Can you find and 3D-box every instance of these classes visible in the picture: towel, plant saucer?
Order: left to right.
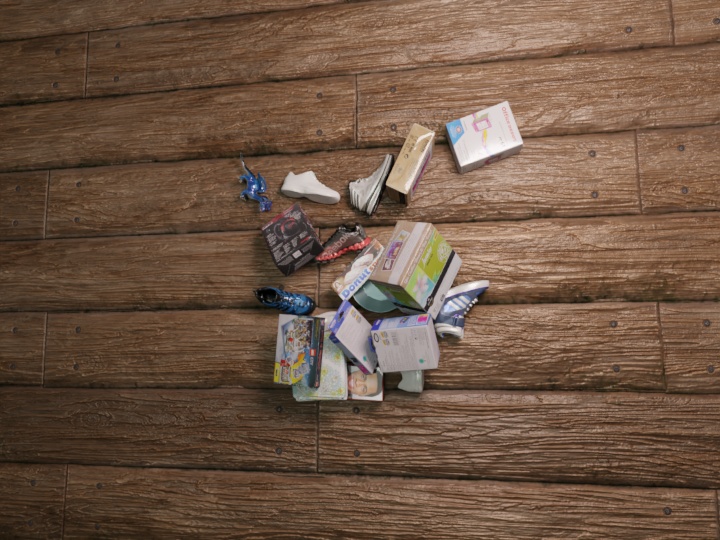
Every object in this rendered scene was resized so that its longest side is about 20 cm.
[{"bbox_3d":[-0.121,0.284,1.587,0.168,0.048,0.204,-4,84,16],"label":"towel"},{"bbox_3d":[0.063,0.028,1.653,0.197,0.039,0.205,-1,83,9],"label":"plant saucer"}]

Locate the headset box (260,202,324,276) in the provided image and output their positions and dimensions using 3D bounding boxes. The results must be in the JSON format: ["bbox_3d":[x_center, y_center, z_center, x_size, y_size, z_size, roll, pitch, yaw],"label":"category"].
[{"bbox_3d":[-0.216,-0.105,1.666,0.148,0.075,0.201,-34,49,4],"label":"headset box"}]

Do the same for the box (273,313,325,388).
[{"bbox_3d":[-0.178,0.233,1.565,0.134,0.038,0.204,3,85,18],"label":"box"}]

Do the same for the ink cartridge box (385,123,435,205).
[{"bbox_3d":[0.152,-0.313,1.613,0.074,0.165,0.202,25,88,9],"label":"ink cartridge box"}]

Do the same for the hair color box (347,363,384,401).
[{"bbox_3d":[-0.026,0.335,1.620,0.196,0.061,0.103,0,83,9],"label":"hair color box"}]

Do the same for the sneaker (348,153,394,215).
[{"bbox_3d":[0.026,-0.286,1.678,0.114,0.076,0.203,24,90,10],"label":"sneaker"}]

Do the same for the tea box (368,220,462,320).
[{"bbox_3d":[0.159,-0.002,1.523,0.133,0.196,0.202,9,66,47],"label":"tea box"}]

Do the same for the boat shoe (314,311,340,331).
[{"bbox_3d":[-0.148,0.174,1.658,0.197,0.066,0.073,-13,81,8],"label":"boat shoe"}]

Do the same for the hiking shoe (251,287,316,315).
[{"bbox_3d":[-0.238,0.099,1.672,0.197,0.087,0.076,10,85,11],"label":"hiking shoe"}]

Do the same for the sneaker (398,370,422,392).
[{"bbox_3d":[0.145,0.256,1.588,0.087,0.075,0.204,2,86,14],"label":"sneaker"}]

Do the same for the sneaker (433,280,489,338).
[{"bbox_3d":[0.302,0.122,1.586,0.197,0.081,0.149,-18,89,4],"label":"sneaker"}]

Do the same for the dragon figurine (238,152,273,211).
[{"bbox_3d":[-0.341,-0.284,1.750,0.098,0.059,0.204,-7,83,9],"label":"dragon figurine"}]

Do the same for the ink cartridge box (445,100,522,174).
[{"bbox_3d":[0.374,-0.402,1.627,0.197,0.085,0.147,-19,80,6],"label":"ink cartridge box"}]

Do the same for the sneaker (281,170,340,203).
[{"bbox_3d":[-0.153,-0.273,1.715,0.197,0.075,0.090,14,74,12],"label":"sneaker"}]

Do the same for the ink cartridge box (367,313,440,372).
[{"bbox_3d":[0.111,0.205,1.501,0.197,0.076,0.139,-9,108,19],"label":"ink cartridge box"}]

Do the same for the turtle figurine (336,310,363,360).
[{"bbox_3d":[-0.042,0.203,1.621,0.196,0.064,0.164,1,88,-1],"label":"turtle figurine"}]

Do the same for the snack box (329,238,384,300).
[{"bbox_3d":[0.000,0.000,1.631,0.072,0.024,0.200,44,93,4],"label":"snack box"}]

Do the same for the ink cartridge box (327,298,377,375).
[{"bbox_3d":[-0.015,0.193,1.559,0.200,0.042,0.120,49,49,-21],"label":"ink cartridge box"}]

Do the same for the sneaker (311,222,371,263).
[{"bbox_3d":[-0.070,-0.090,1.662,0.197,0.071,0.099,-19,108,6],"label":"sneaker"}]
